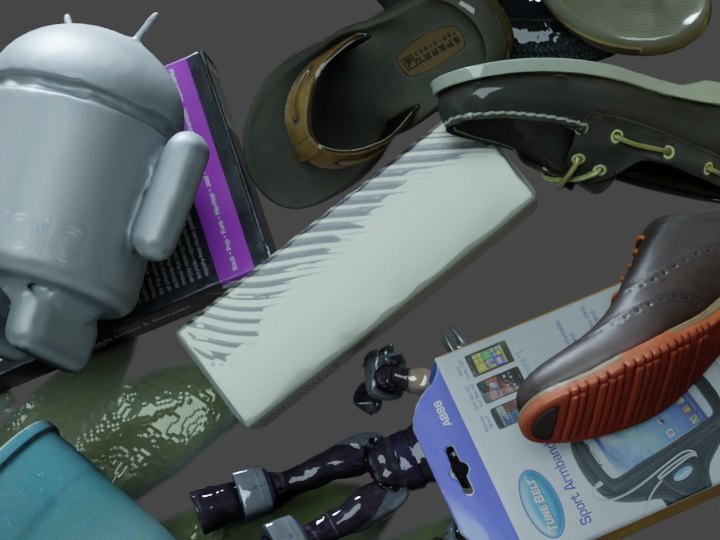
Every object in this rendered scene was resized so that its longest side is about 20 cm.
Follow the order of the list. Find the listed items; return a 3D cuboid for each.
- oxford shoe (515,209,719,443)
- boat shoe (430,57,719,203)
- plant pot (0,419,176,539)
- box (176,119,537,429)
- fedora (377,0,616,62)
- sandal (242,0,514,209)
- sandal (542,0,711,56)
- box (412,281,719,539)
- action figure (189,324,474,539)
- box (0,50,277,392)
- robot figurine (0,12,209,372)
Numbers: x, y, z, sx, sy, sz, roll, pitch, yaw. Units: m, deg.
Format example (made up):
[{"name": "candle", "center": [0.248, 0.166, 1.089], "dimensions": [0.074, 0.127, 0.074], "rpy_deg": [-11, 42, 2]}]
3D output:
[{"name": "oxford shoe", "center": [0.150, 0.021, 0.923], "dimensions": [0.199, 0.071, 0.073], "rpy_deg": [-27, 62, -22]}, {"name": "boat shoe", "center": [0.127, -0.070, 0.957], "dimensions": [0.200, 0.072, 0.061], "rpy_deg": [3, 82, -29]}, {"name": "plant pot", "center": [-0.144, 0.212, 0.938], "dimensions": [0.187, 0.200, 0.201], "rpy_deg": [34, 85, 4]}, {"name": "box", "center": [0.000, 0.000, 1.003], "dimensions": [0.200, 0.082, 0.068], "rpy_deg": [-39, 85, 0]}, {"name": "fedora", "center": [0.094, -0.189, 1.030], "dimensions": [0.199, 0.092, 0.202], "rpy_deg": [-2, 77, 8]}, {"name": "sandal", "center": [0.000, -0.088, 0.994], "dimensions": [0.199, 0.055, 0.082], "rpy_deg": [-25, 109, 41]}, {"name": "sandal", "center": [0.111, -0.198, 0.952], "dimensions": [0.080, 0.054, 0.201], "rpy_deg": [-26, 75, 1]}, {"name": "box", "center": [0.128, 0.075, 0.951], "dimensions": [0.199, 0.042, 0.120], "rpy_deg": [-22, 71, -9]}, {"name": "action figure", "center": [0.010, 0.108, 0.986], "dimensions": [0.199, 0.069, 0.131], "rpy_deg": [-22, 64, -8]}, {"name": "box", "center": [-0.159, -0.026, 1.079], "dimensions": [0.199, 0.036, 0.144], "rpy_deg": [-21, 70, 6]}, {"name": "robot figurine", "center": [-0.162, -0.049, 1.007], "dimensions": [0.169, 0.113, 0.201], "rpy_deg": [8, 76, 23]}]
